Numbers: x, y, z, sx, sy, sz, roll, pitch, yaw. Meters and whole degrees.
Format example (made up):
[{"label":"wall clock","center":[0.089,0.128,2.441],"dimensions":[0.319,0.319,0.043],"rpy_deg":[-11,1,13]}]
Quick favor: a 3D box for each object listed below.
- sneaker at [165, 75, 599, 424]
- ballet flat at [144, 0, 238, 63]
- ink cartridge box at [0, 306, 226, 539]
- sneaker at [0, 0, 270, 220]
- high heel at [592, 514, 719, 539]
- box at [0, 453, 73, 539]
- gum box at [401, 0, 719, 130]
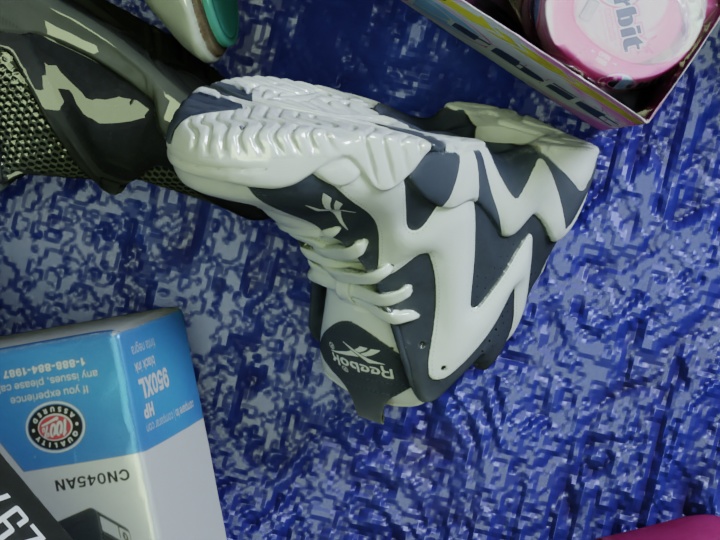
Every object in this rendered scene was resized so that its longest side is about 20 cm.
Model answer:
[{"label":"sneaker","center":[0.000,0.000,0.823],"dimensions":[0.079,0.199,0.130],"rpy_deg":[26,107,37]},{"label":"ballet flat","center":[-0.092,-0.176,0.853],"dimensions":[0.069,0.069,0.200],"rpy_deg":[-8,86,-2]},{"label":"ink cartridge box","center":[-0.129,0.126,0.839],"dimensions":[0.145,0.084,0.200],"rpy_deg":[-10,94,12]},{"label":"sneaker","center":[-0.126,-0.054,0.852],"dimensions":[0.199,0.076,0.114],"rpy_deg":[27,107,-13]},{"label":"high heel","center":[0.050,0.127,0.864],"dimensions":[0.200,0.067,0.096],"rpy_deg":[-30,104,3]},{"label":"box","center":[-0.182,0.099,0.749],"dimensions":[0.200,0.044,0.160],"rpy_deg":[50,131,4]},{"label":"gum box","center":[0.037,-0.135,0.831],"dimensions":[0.200,0.114,0.066],"rpy_deg":[33,91,-3]}]
